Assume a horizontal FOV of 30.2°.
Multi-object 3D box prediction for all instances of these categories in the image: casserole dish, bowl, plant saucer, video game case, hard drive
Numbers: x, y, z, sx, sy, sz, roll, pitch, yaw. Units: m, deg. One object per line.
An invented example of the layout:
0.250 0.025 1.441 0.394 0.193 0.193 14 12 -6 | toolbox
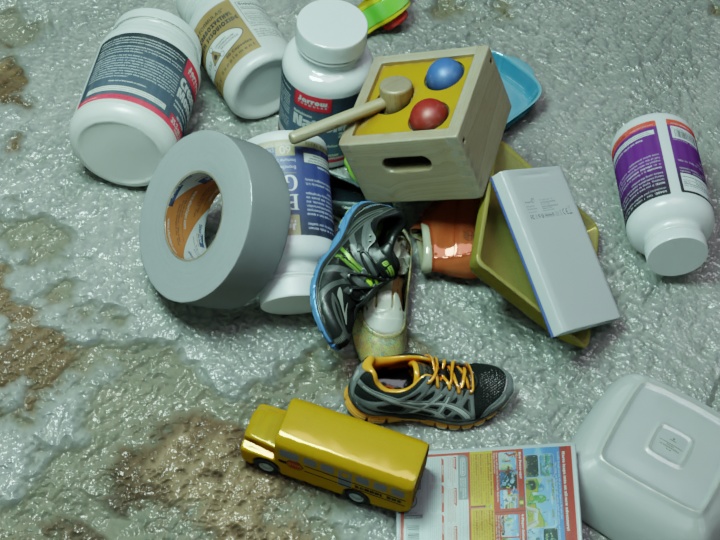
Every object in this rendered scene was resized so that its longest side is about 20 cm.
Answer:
0.159 -0.228 1.828 0.199 0.039 0.121 -35 63 -29 | casserole dish
0.335 0.212 1.488 0.198 0.075 0.200 28 54 17 | bowl
0.204 -0.026 1.625 0.199 0.048 0.202 37 47 -26 | plant saucer
0.136 0.256 1.434 0.197 0.018 0.144 -5 52 10 | video game case
0.235 -0.026 1.599 0.131 0.025 0.202 -8 75 -48 | hard drive

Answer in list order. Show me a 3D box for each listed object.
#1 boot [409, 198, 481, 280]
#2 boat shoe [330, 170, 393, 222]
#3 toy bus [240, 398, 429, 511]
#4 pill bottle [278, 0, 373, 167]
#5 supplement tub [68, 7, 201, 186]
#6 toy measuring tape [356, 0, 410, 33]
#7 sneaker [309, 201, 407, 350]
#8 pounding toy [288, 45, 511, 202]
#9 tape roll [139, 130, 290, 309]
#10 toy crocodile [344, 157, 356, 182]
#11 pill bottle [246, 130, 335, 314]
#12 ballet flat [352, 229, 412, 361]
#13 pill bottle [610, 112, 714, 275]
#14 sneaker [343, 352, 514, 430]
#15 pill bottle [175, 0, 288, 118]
0.113 -0.078 1.688 0.106 0.075 0.202 -2 54 -2 | boot
-0.047 -0.109 1.697 0.198 0.062 0.073 24 55 13 | boat shoe
-0.029 0.196 1.447 0.198 0.079 0.066 18 57 9 | toy bus
-0.044 -0.240 1.711 0.118 0.201 0.121 3 52 -4 | pill bottle
-0.282 -0.222 1.707 0.138 0.141 0.202 10 52 1 | supplement tub
0.016 -0.358 1.888 0.073 0.074 0.200 30 52 16 | toy measuring tape
0.000 0.000 1.542 0.082 0.071 0.201 1 52 32 | sneaker
0.050 -0.178 1.597 0.198 0.143 0.186 -1 49 27 | pounding toy
-0.172 -0.058 1.557 0.066 0.200 0.202 14 39 -46 | tape roll
0.073 -0.165 1.720 0.198 0.062 0.068 -25 33 13 | toy crocodile
-0.086 -0.055 1.598 0.109 0.111 0.203 -3 73 -9 | pill bottle
0.029 0.027 1.599 0.070 0.071 0.202 8 52 0 | ballet flat
0.387 -0.096 1.706 0.111 0.113 0.202 2 52 -5 | pill bottle
0.082 0.131 1.518 0.197 0.078 0.079 -3 51 -11 | sneaker
-0.170 -0.311 1.805 0.113 0.115 0.201 -21 57 -21 | pill bottle
